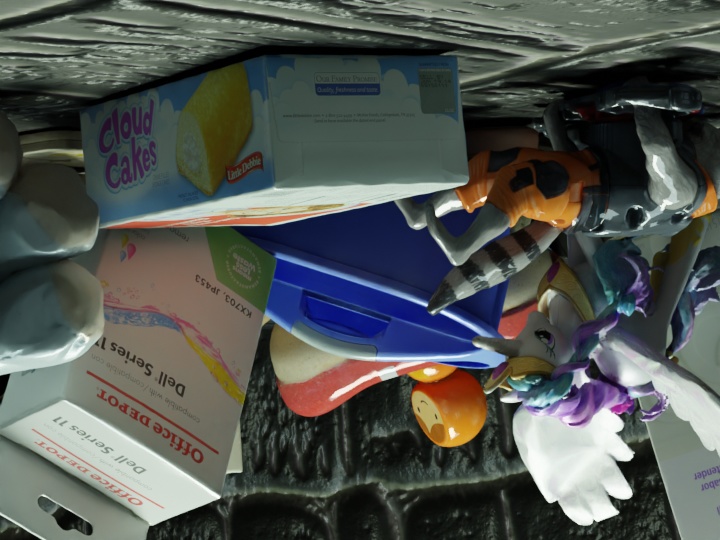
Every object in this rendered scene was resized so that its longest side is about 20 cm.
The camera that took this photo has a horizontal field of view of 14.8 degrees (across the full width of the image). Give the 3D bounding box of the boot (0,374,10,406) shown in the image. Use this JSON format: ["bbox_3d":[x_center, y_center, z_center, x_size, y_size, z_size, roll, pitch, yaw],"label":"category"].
[{"bbox_3d":[-0.180,0.074,1.584,0.199,0.075,0.097,11,176,-9],"label":"boot"}]

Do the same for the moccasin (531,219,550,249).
[{"bbox_3d":[0.139,-0.050,1.867,0.199,0.081,0.068,10,-172,28],"label":"moccasin"}]

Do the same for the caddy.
[{"bbox_3d":[0.000,0.000,1.636,0.199,0.105,0.141,17,167,10],"label":"caddy"}]

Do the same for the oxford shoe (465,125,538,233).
[{"bbox_3d":[0.069,-0.045,1.754,0.070,0.074,0.200,-4,176,-4],"label":"oxford shoe"}]

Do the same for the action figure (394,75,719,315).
[{"bbox_3d":[0.116,-0.045,1.533,0.192,0.105,0.200,-11,-179,-8],"label":"action figure"}]

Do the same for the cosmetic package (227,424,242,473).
[{"bbox_3d":[-0.142,0.041,1.885,0.087,0.201,0.103,-1,174,-27],"label":"cosmetic package"}]

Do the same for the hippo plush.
[{"bbox_3d":[-0.210,0.003,1.467,0.158,0.201,0.161,6,-172,-3],"label":"hippo plush"}]

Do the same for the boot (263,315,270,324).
[{"bbox_3d":[-0.085,-0.011,1.796,0.175,0.066,0.200,18,-143,31],"label":"boot"}]

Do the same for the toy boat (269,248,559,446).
[{"bbox_3d":[0.044,0.054,1.809,0.199,0.131,0.131,-16,-162,5],"label":"toy boat"}]

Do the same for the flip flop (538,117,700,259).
[{"bbox_3d":[0.165,-0.059,1.731,0.057,0.081,0.200,-18,179,-32],"label":"flip flop"}]

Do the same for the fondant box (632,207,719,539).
[{"bbox_3d":[0.244,0.061,1.703,0.144,0.201,0.058,-20,169,18],"label":"fondant box"}]

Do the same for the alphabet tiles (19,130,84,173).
[{"bbox_3d":[-0.225,-0.062,1.642,0.199,0.015,0.195,-7,176,31],"label":"alphabet tiles"}]

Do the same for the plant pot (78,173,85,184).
[{"bbox_3d":[-0.222,-0.038,1.696,0.199,0.028,0.200,-3,178,0],"label":"plant pot"}]

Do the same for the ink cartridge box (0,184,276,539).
[{"bbox_3d":[-0.124,0.057,1.511,0.117,0.201,0.067,34,141,-30],"label":"ink cartridge box"}]

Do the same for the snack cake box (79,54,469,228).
[{"bbox_3d":[-0.047,-0.063,1.416,0.115,0.068,0.200,-4,177,-33],"label":"snack cake box"}]

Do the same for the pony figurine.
[{"bbox_3d":[0.149,0.045,1.607,0.166,0.200,0.193,-17,125,42],"label":"pony figurine"}]
